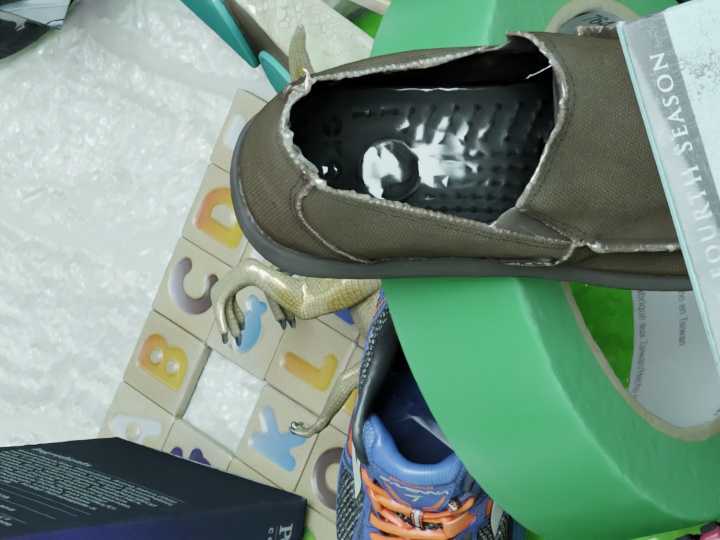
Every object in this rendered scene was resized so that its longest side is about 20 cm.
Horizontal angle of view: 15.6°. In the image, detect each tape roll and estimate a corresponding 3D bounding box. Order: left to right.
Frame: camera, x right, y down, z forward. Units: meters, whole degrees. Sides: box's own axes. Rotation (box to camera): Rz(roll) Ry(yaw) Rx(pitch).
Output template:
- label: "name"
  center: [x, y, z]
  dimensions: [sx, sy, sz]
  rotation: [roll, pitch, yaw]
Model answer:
- label: "tape roll"
  center: [0.075, -0.012, 0.865]
  dimensions: [0.048, 0.200, 0.202]
  rotation: [-16, 79, 31]

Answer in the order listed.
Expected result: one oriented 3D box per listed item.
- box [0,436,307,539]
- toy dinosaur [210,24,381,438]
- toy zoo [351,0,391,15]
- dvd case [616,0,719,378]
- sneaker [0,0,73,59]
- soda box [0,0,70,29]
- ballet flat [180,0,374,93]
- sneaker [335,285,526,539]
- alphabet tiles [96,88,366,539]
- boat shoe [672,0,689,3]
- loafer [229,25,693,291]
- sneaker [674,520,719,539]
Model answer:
- label: "box"
  center: [-0.125, 0.148, 0.987]
  dimensions: [0.104, 0.199, 0.149]
  rotation: [14, 99, 34]
- label: "toy dinosaur"
  center: [0.000, 0.000, 0.975]
  dimensions: [0.101, 0.058, 0.201]
  rotation: [-21, 109, 26]
- label: "toy zoo"
  center: [0.022, -0.143, 0.901]
  dimensions: [0.130, 0.200, 0.021]
  rotation: [24, 66, -2]
- label: "dvd case"
  center: [0.182, -0.026, 0.694]
  dimensions: [0.198, 0.022, 0.147]
  rotation: [-16, 90, 4]
- label: "sneaker"
  center: [-0.148, -0.186, 1.116]
  dimensions: [0.081, 0.073, 0.201]
  rotation: [34, 109, 53]
- label: "soda box"
  center: [-0.117, -0.202, 1.028]
  dimensions: [0.068, 0.063, 0.201]
  rotation: [-119, 47, -72]
- label: "ballet flat"
  center: [-0.023, -0.100, 1.024]
  dimensions: [0.062, 0.068, 0.200]
  rotation: [-39, 66, -8]
- label: "sneaker"
  center: [0.021, 0.064, 0.922]
  dimensions: [0.075, 0.079, 0.201]
  rotation: [10, 119, 13]
- label: "alphabet tiles"
  center: [-0.013, 0.022, 1.040]
  dimensions: [0.167, 0.008, 0.201]
  rotation: [31, 104, 32]
- label: "boat shoe"
  center: [0.142, -0.187, 0.919]
  dimensions: [0.070, 0.072, 0.202]
  rotation: [17, 101, 17]
- label: "loafer"
  center: [0.062, -0.032, 0.736]
  dimensions: [0.198, 0.071, 0.074]
  rotation: [-8, 79, -2]
- label: "sneaker"
  center: [0.088, 0.150, 0.920]
  dimensions: [0.199, 0.080, 0.075]
  rotation: [-31, 73, 28]
